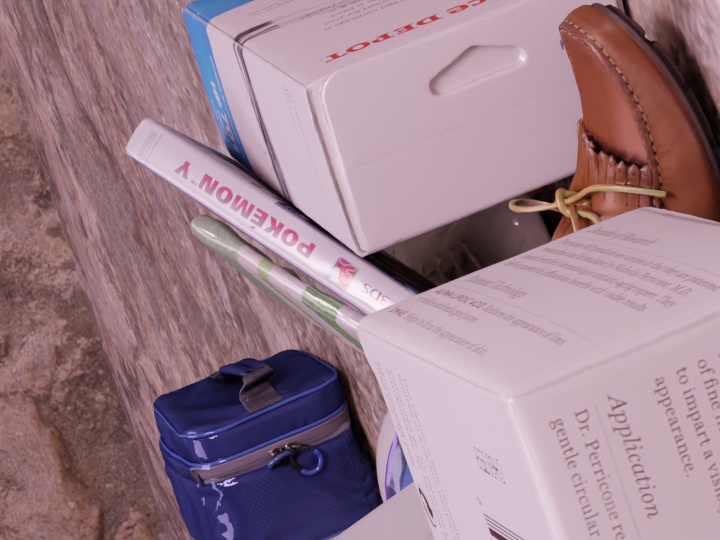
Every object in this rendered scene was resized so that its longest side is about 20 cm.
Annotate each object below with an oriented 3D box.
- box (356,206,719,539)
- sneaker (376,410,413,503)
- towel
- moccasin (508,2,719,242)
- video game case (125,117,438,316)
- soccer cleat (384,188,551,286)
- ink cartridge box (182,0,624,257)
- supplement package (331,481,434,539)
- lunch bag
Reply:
[{"bbox_3d":[0.109,0.096,1.028,0.200,0.130,0.200,-158,49,-75],"label":"box"},{"bbox_3d":[0.084,0.175,1.666,0.146,0.080,0.201,35,143,54],"label":"sneaker"},{"bbox_3d":[0.016,0.037,1.505,0.199,0.023,0.153,31,177,20],"label":"towel"},{"bbox_3d":[0.110,-0.016,1.184,0.074,0.077,0.202,-128,20,-52],"label":"moccasin"},{"bbox_3d":[0.000,0.000,1.347,0.182,0.023,0.200,33,-177,22],"label":"video game case"},{"bbox_3d":[0.052,-0.002,1.465,0.200,0.077,0.070,147,101,-78],"label":"soccer cleat"},{"bbox_3d":[0.022,-0.090,1.279,0.200,0.146,0.086,-139,31,-65],"label":"ink cartridge box"},{"bbox_3d":[0.080,0.236,1.500,0.200,0.147,0.191,59,174,-27],"label":"supplement package"},{"bbox_3d":[-0.074,0.131,2.117,0.200,0.135,0.133,-163,52,-74],"label":"lunch bag"}]
